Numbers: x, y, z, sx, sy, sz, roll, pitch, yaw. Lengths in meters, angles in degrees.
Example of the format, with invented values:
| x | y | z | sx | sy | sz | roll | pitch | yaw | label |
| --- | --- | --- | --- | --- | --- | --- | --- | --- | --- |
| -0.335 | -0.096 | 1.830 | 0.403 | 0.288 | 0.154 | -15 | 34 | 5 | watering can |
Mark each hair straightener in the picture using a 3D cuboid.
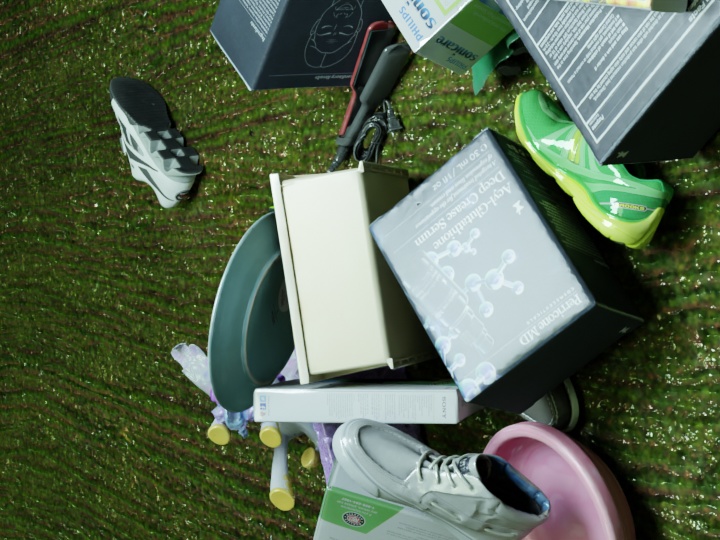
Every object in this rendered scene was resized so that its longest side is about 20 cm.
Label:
| x | y | z | sx | sy | sz | roll | pitch | yaw | label |
| --- | --- | --- | --- | --- | --- | --- | --- | --- | --- |
| 0.008 | -0.162 | 1.667 | 0.077 | 0.041 | 0.200 | 56 | 136 | 32 | hair straightener |

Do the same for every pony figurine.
| x | y | z | sx | sy | sz | roll | pitch | yaw | label |
| --- | --- | --- | --- | --- | --- | --- | --- | --- | --- |
| -0.102 | 0.134 | 1.713 | 0.166 | 0.200 | 0.193 | -36 | 107 | 24 | pony figurine |

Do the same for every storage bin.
| x | y | z | sx | sy | sz | roll | pitch | yaw | label |
| --- | --- | --- | --- | --- | --- | --- | --- | --- | --- |
| 0.000 | 0.000 | 1.571 | 0.094 | 0.199 | 0.200 | -10 | 88 | 16 | storage bin |

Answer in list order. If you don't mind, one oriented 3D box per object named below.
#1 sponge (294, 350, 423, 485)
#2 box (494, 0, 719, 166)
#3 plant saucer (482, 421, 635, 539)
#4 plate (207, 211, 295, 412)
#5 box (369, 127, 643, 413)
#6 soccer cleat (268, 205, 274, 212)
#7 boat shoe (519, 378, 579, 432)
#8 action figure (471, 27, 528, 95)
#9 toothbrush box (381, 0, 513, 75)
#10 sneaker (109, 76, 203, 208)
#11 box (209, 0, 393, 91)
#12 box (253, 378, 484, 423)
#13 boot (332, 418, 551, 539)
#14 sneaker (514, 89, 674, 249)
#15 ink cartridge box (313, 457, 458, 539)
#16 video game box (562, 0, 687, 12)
| x | y | z | sx | sy | sz | roll | pitch | yaw | label |
| --- | --- | --- | --- | --- | --- | --- | --- | --- | --- |
| -0.004 | 0.121 | 1.675 | 0.030 | 0.111 | 0.200 | -34 | 68 | 63 | sponge |
| 0.236 | -0.222 | 1.271 | 0.200 | 0.123 | 0.199 | -53 | 53 | 42 | box |
| 0.187 | 0.234 | 1.471 | 0.200 | 0.051 | 0.201 | 32 | 129 | 49 | plant saucer |
| -0.090 | 0.043 | 1.535 | 0.026 | 0.200 | 0.201 | 13 | 109 | 21 | plate |
| 0.128 | 0.003 | 1.421 | 0.148 | 0.107 | 0.200 | -40 | 62 | 20 | box |
| -0.090 | 0.008 | 1.799 | 0.068 | 0.081 | 0.200 | 39 | 126 | 44 | soccer cleat |
| 0.131 | 0.088 | 1.527 | 0.201 | 0.060 | 0.072 | 48 | 131 | 38 | boat shoe |
| 0.109 | -0.282 | 1.496 | 0.118 | 0.055 | 0.200 | -43 | 62 | 50 | action figure |
| 0.108 | -0.298 | 1.409 | 0.200 | 0.086 | 0.146 | -41 | 60 | 23 | toothbrush box |
| -0.278 | -0.163 | 2.034 | 0.200 | 0.074 | 0.089 | 58 | 136 | 30 | sneaker |
| -0.043 | -0.294 | 1.623 | 0.107 | 0.148 | 0.200 | 55 | 136 | 33 | box |
| 0.011 | 0.126 | 1.550 | 0.200 | 0.144 | 0.036 | 0 | 91 | 14 | box |
| 0.078 | 0.181 | 1.440 | 0.096 | 0.200 | 0.074 | -46 | 17 | 49 | boot |
| 0.209 | -0.100 | 1.394 | 0.084 | 0.074 | 0.200 | -50 | 50 | 16 | sneaker |
| 0.026 | 0.279 | 1.606 | 0.084 | 0.146 | 0.200 | -71 | -4 | -50 | ink cartridge box |
| 0.176 | -0.303 | 1.204 | 0.182 | 0.047 | 0.200 | 18 | 109 | 52 | video game box |
